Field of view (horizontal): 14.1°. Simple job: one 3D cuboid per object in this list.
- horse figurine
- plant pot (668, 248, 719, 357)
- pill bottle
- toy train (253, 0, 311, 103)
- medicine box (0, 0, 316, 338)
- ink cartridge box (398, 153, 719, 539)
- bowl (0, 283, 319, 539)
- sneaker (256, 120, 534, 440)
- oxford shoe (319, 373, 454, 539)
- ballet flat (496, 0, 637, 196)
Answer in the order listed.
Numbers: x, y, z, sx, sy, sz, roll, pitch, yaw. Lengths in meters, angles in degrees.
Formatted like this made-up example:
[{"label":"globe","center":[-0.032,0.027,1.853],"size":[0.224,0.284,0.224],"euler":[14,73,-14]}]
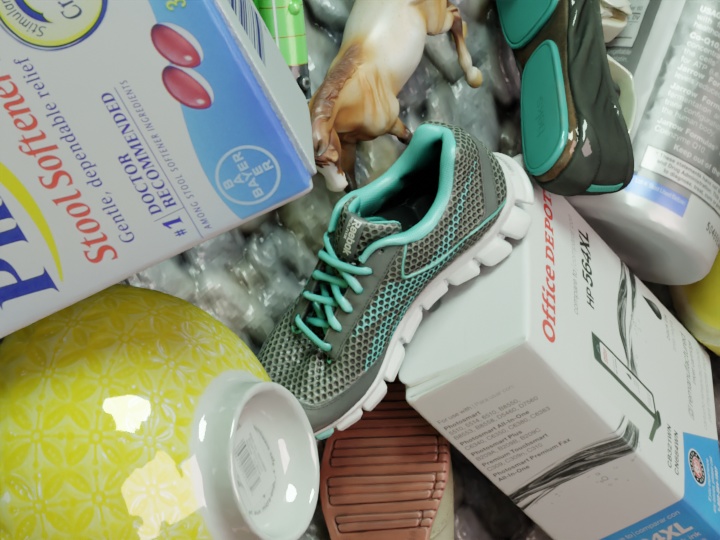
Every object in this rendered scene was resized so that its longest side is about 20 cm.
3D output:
[{"label":"horse figurine","center":[0.022,-0.113,1.558],"size":[0.201,0.050,0.133],"euler":[-63,148,-19]},{"label":"plant pot","center":[0.291,0.009,1.734],"size":[0.188,0.200,0.202],"euler":[21,79,-36]},{"label":"pill bottle","center":[0.180,-0.104,1.679],"size":[0.114,0.113,0.201],"euler":[35,70,-38]},{"label":"toy train","center":[-0.054,-0.173,1.503],"size":[0.042,0.056,0.201],"euler":[-15,102,-40]},{"label":"medicine box","center":[-0.148,-0.088,1.325],"size":[0.199,0.103,0.183],"euler":[-26,116,9]},{"label":"ink cartridge box","center":[0.112,0.057,1.610],"size":[0.200,0.084,0.147],"euler":[44,32,-35]},{"label":"bowl","center":[-0.085,0.098,1.418],"size":[0.200,0.107,0.201],"euler":[23,63,-55]},{"label":"sneaker","center":[0.000,0.000,1.516],"size":[0.200,0.077,0.091],"euler":[-50,145,-6]},{"label":"oxford shoe","center":[0.020,0.139,1.596],"size":[0.074,0.070,0.201],"euler":[22,70,-72]},{"label":"ballet flat","center":[0.116,-0.123,1.615],"size":[0.068,0.068,0.201],"euler":[15,56,-29]}]
